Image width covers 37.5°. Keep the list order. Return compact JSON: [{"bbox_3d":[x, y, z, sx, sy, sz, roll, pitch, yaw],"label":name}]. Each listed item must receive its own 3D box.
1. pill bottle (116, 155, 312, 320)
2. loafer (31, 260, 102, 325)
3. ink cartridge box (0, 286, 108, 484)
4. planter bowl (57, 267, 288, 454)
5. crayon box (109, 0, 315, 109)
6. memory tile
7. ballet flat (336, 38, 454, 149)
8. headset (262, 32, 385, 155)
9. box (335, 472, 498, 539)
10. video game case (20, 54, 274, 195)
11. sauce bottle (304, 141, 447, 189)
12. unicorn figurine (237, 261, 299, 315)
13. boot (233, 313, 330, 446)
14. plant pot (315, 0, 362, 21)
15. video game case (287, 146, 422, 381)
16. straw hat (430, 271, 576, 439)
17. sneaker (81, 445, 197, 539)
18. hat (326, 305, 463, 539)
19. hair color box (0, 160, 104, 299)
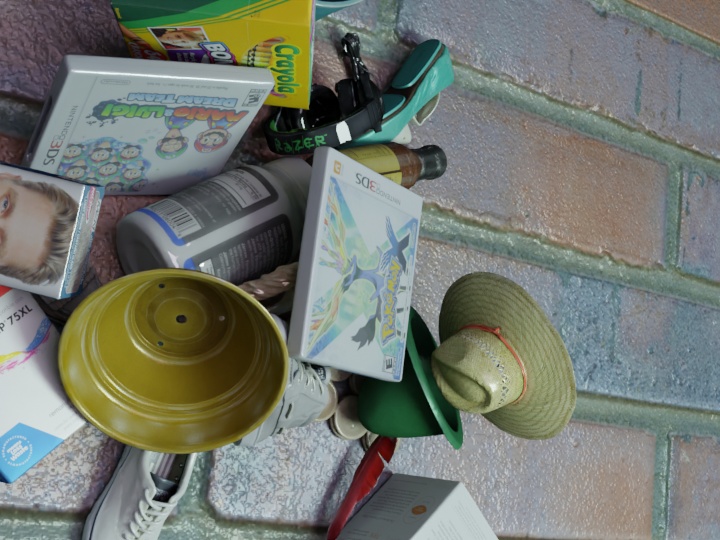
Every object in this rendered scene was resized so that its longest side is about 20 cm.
[{"bbox_3d":[-0.133,-0.039,1.069,0.200,0.114,0.114,-28,101,-33],"label":"pill bottle"},{"bbox_3d":[-0.306,-0.024,0.978,0.200,0.063,0.072,51,60,-20],"label":"loafer"},{"bbox_3d":[-0.335,0.076,0.946,0.116,0.067,0.200,-41,108,-30],"label":"ink cartridge box"},{"bbox_3d":[-0.165,0.063,0.959,0.200,0.200,0.084,40,21,-25],"label":"planter bowl"},{"bbox_3d":[-0.130,-0.220,1.001,0.172,0.200,0.058,7,78,-1],"label":"crayon box"},{"bbox_3d":[-0.011,0.111,1.198,0.200,0.017,0.153,35,67,-28],"label":"memory tile"},{"bbox_3d":[0.049,-0.188,1.242,0.200,0.067,0.070,-49,126,-26],"label":"ballet flat"},{"bbox_3d":[-0.032,-0.189,1.155,0.200,0.123,0.094,-53,133,-54],"label":"headset"},{"bbox_3d":[0.034,0.324,1.140,0.200,0.124,0.098,-41,108,-30],"label":"box"},{"bbox_3d":[-0.204,-0.130,0.995,0.200,0.182,0.024,-4,60,-35],"label":"video game case"},{"bbox_3d":[0.019,-0.109,1.183,0.200,0.066,0.066,-13,92,-45],"label":"sauce bottle"},{"bbox_3d":[-0.047,0.019,1.083,0.074,0.137,0.200,56,16,5],"label":"unicorn figurine"},{"bbox_3d":[-0.074,0.102,1.055,0.095,0.200,0.074,-13,59,-27],"label":"boot"},{"bbox_3d":[-0.099,-0.328,1.072,0.200,0.188,0.200,8,76,-34],"label":"plant pot"},{"bbox_3d":[0.000,0.000,1.044,0.182,0.022,0.200,21,74,-55],"label":"video game case"},{"bbox_3d":[0.126,0.106,1.129,0.085,0.201,0.201,-22,98,-36],"label":"straw hat"},{"bbox_3d":[-0.210,0.222,1.014,0.073,0.071,0.200,24,72,-30],"label":"sneaker"},{"bbox_3d":[0.006,0.154,1.179,0.200,0.176,0.166,-94,158,-58],"label":"hat"},{"bbox_3d":[-0.329,-0.047,0.895,0.200,0.061,0.100,13,93,2],"label":"hair color box"}]
